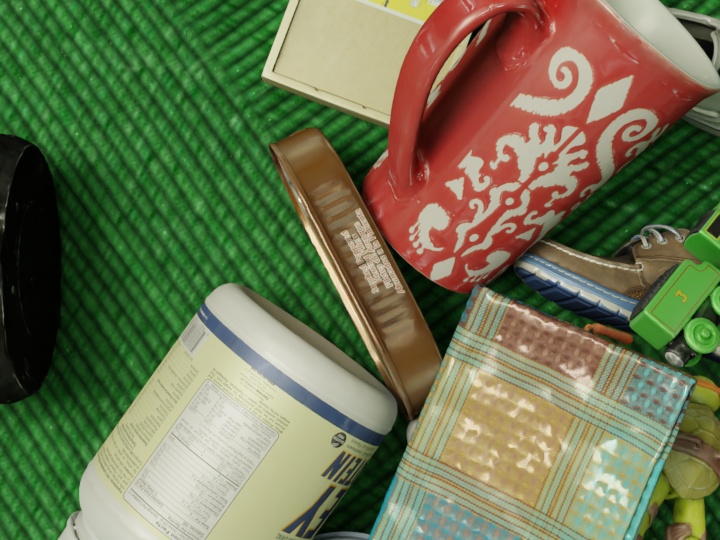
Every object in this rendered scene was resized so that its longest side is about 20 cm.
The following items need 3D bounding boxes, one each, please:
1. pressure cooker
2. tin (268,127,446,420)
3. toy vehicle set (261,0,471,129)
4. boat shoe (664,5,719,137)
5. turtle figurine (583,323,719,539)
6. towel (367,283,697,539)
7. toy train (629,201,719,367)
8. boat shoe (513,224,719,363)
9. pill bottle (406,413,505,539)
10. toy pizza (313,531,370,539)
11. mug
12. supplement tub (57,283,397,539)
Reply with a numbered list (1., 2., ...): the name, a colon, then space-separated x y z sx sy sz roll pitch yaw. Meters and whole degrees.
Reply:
1. pressure cooker: -0.300 -0.003 0.764 0.199 0.176 0.179 0 86 -3
2. tin: 0.000 0.000 0.788 0.042 0.112 0.200 -27 85 -9
3. toy vehicle set: 0.026 -0.202 0.832 0.124 0.027 0.201 22 90 1
4. boat shoe: 0.233 -0.131 0.809 0.199 0.065 0.074 11 90 1
5. turtle figurine: 0.208 0.131 0.768 0.200 0.064 0.162 34 61 -20
6. towel: 0.094 0.127 0.718 0.146 0.022 0.201 24 98 17
7. toy train: 0.242 -0.021 0.772 0.056 0.042 0.200 40 69 8
8. boat shoe: 0.200 0.009 0.813 0.199 0.072 0.073 20 85 -9
9. pill bottle: 0.100 0.183 0.789 0.109 0.109 0.201 -11 89 1
10. toy pizza: -0.010 0.272 0.786 0.200 0.032 0.201 -10 70 30
11. mug: 0.086 -0.100 0.745 0.177 0.134 0.200 31 120 -22
12. supplement tub: -0.086 0.125 0.774 0.145 0.145 0.200 35 91 1
